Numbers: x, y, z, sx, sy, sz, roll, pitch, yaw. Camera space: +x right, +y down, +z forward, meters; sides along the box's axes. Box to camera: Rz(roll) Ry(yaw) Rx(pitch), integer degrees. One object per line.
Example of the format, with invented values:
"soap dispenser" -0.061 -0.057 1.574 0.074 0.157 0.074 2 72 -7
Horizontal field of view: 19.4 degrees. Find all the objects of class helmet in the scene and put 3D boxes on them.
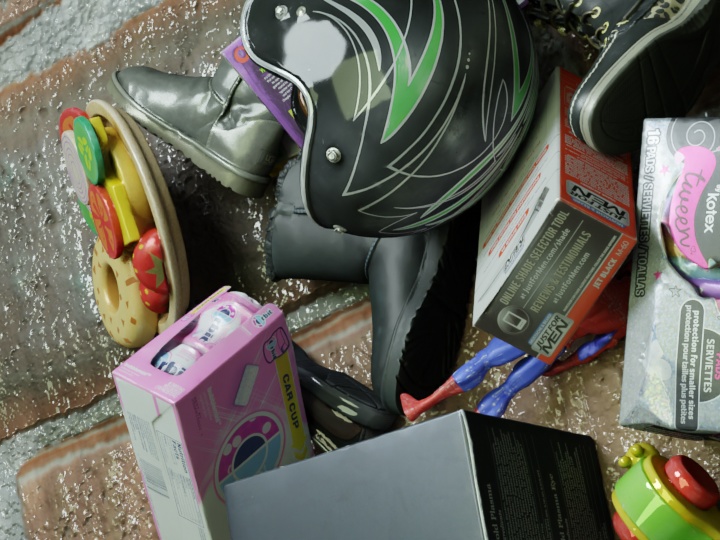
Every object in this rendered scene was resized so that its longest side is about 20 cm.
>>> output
"helmet" 0.025 -0.124 1.431 0.200 0.200 0.191 -45 64 19

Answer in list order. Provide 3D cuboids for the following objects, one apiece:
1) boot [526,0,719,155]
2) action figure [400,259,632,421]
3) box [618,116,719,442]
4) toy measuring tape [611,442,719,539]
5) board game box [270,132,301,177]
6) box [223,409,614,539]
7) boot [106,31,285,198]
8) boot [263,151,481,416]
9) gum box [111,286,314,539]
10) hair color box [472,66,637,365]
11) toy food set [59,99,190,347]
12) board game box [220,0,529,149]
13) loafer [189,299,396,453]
"boot" 0.165 -0.160 1.438 0.153 0.074 0.204 18 51 38
"action figure" 0.123 0.052 1.475 0.200 0.052 0.065 -35 104 10
"box" 0.250 0.010 1.356 0.114 0.132 0.201 1 82 32
"toy measuring tape" 0.212 0.179 1.360 0.074 0.073 0.200 -47 39 18
"board game box" -0.018 -0.148 1.629 0.200 0.030 0.096 -25 68 30
"box" 0.043 0.177 1.436 0.200 0.182 0.104 -20 71 29
"boot" -0.086 -0.178 1.622 0.182 0.073 0.200 34 106 21
"boot" -0.001 0.000 1.562 0.162 0.073 0.199 10 80 32
"gum box" -0.100 0.119 1.518 0.066 0.113 0.200 22 138 35
"hair color box" 0.130 -0.040 1.405 0.064 0.200 0.111 27 119 -9
"toy food set" -0.188 -0.040 1.645 0.200 0.049 0.198 154 97 -72
"board game box" 0.011 -0.178 1.546 0.200 0.032 0.120 -39 93 0
"loafer" -0.064 0.088 1.593 0.200 0.072 0.063 30 102 31
